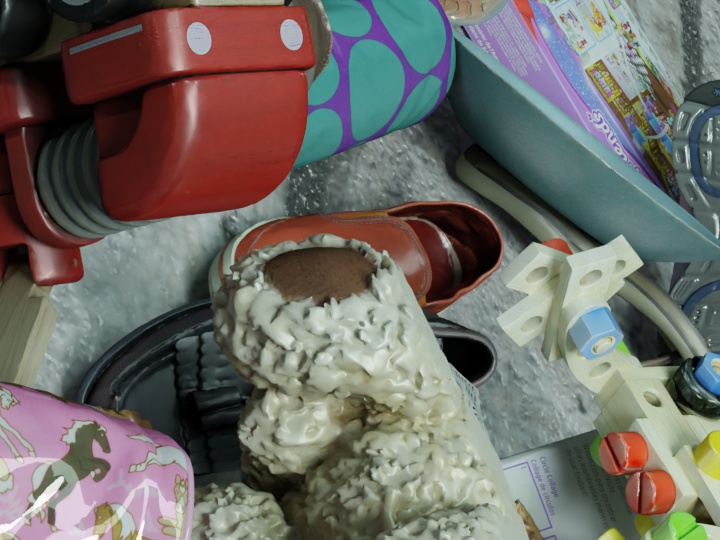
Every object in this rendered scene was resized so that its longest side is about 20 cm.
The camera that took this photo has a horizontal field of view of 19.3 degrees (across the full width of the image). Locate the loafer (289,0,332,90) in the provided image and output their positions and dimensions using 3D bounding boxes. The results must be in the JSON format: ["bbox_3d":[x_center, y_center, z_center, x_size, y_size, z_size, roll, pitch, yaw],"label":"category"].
[{"bbox_3d":[-0.066,-0.150,0.886,0.071,0.073,0.200,-16,62,-40],"label":"loafer"}]

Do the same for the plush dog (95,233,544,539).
[{"bbox_3d":[-0.026,0.113,0.794,0.160,0.172,0.200,53,13,-58],"label":"plush dog"}]

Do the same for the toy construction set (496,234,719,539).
[{"bbox_3d":[0.117,0.082,0.853,0.131,0.092,0.200,0,62,-36],"label":"toy construction set"}]

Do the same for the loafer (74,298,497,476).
[{"bbox_3d":[-0.026,0.044,0.895,0.200,0.063,0.072,-10,98,-42],"label":"loafer"}]

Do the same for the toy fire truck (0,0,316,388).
[{"bbox_3d":[-0.107,-0.029,0.799,0.129,0.176,0.200,-9,89,-48],"label":"toy fire truck"}]

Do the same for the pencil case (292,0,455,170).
[{"bbox_3d":[-0.036,-0.094,1.000,0.200,0.085,0.093,-24,94,-57],"label":"pencil case"}]

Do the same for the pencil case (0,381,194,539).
[{"bbox_3d":[-0.151,0.071,0.703,0.200,0.083,0.087,18,85,-32],"label":"pencil case"}]

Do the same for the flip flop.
[{"bbox_3d":[0.122,0.011,1.156,0.200,0.058,0.081,41,4,-5],"label":"flip flop"}]

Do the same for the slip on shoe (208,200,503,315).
[{"bbox_3d":[0.000,0.000,1.000,0.200,0.061,0.074,-12,78,-53],"label":"slip on shoe"}]

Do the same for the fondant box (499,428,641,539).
[{"bbox_3d":[0.099,0.149,0.929,0.200,0.058,0.144,-16,76,-16],"label":"fondant box"}]

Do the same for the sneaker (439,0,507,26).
[{"bbox_3d":[0.005,-0.215,1.140,0.200,0.071,0.080,37,35,-17],"label":"sneaker"}]

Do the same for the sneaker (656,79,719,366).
[{"bbox_3d":[0.215,-0.012,1.233,0.087,0.074,0.200,-35,130,-75],"label":"sneaker"}]

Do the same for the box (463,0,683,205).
[{"bbox_3d":[0.137,-0.113,1.281,0.200,0.039,0.137,59,34,-4],"label":"box"}]

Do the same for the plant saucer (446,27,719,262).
[{"bbox_3d":[0.107,-0.058,1.120,0.201,0.039,0.201,38,9,-7],"label":"plant saucer"}]
